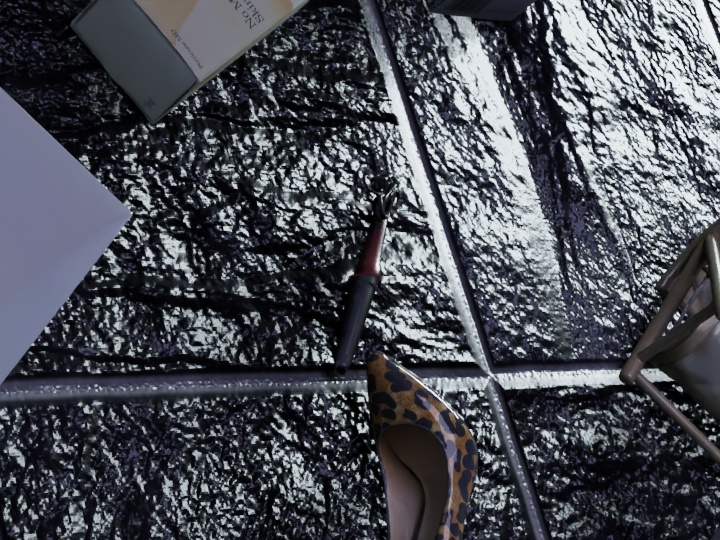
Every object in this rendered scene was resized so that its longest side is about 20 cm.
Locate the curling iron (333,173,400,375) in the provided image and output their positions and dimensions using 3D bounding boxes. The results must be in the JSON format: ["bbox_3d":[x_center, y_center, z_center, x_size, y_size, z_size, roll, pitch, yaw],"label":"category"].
[{"bbox_3d":[0.000,0.000,1.569,0.050,0.025,0.201,67,30,-47],"label":"curling iron"}]

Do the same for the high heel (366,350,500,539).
[{"bbox_3d":[0.031,0.166,1.458,0.142,0.071,0.201,-31,96,-54],"label":"high heel"}]

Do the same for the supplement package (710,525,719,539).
[{"bbox_3d":[0.378,0.291,1.630,0.199,0.117,0.117,24,15,-29],"label":"supplement package"}]

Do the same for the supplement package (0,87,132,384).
[{"bbox_3d":[-0.291,-0.018,1.233,0.200,0.147,0.192,44,43,-11],"label":"supplement package"}]

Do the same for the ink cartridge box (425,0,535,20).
[{"bbox_3d":[0.087,-0.334,1.846,0.109,0.050,0.201,-1,66,-42],"label":"ink cartridge box"}]

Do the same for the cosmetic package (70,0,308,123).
[{"bbox_3d":[-0.124,-0.211,1.563,0.105,0.071,0.200,49,42,-6],"label":"cosmetic package"}]

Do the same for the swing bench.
[{"bbox_3d":[0.362,0.076,1.780,0.199,0.130,0.200,44,38,-10],"label":"swing bench"}]
